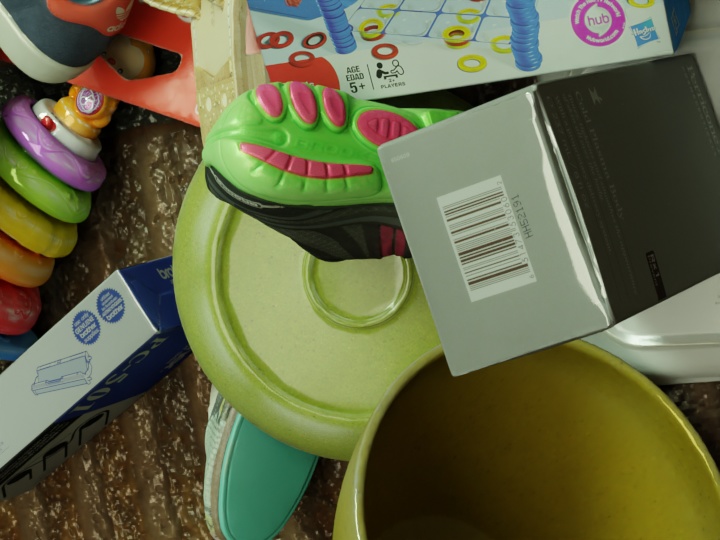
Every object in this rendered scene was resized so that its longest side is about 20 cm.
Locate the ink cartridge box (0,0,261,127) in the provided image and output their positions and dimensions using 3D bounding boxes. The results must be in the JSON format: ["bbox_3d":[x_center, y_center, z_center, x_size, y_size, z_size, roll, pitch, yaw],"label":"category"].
[{"bbox_3d":[-0.110,-0.177,1.146,0.199,0.043,0.175,19,91,25],"label":"ink cartridge box"}]

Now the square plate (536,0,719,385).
[{"bbox_3d":[0.177,-0.041,1.041,0.199,0.028,0.200,-3,96,30],"label":"square plate"}]

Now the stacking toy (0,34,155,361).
[{"bbox_3d":[-0.182,-0.053,1.210,0.200,0.110,0.116,-48,65,11],"label":"stacking toy"}]

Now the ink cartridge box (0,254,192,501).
[{"bbox_3d":[-0.161,0.065,1.208,0.200,0.094,0.044,-40,79,28],"label":"ink cartridge box"}]

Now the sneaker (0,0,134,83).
[{"bbox_3d":[-0.191,-0.196,1.116,0.200,0.075,0.084,46,124,-10],"label":"sneaker"}]

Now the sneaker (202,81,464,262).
[{"bbox_3d":[0.016,-0.039,1.042,0.084,0.199,0.077,-27,48,62],"label":"sneaker"}]

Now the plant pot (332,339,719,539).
[{"bbox_3d":[0.064,0.148,1.059,0.201,0.199,0.142,56,147,10],"label":"plant pot"}]

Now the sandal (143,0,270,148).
[{"bbox_3d":[-0.093,-0.148,1.060,0.078,0.069,0.214,-19,79,63],"label":"sandal"}]

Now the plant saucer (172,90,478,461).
[{"bbox_3d":[0.000,0.000,1.100,0.198,0.031,0.202,0,95,5],"label":"plant saucer"}]

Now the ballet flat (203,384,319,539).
[{"bbox_3d":[-0.048,0.048,1.164,0.071,0.069,0.202,27,104,52],"label":"ballet flat"}]

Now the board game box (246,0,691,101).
[{"bbox_3d":[0.034,-0.184,0.987,0.198,0.056,0.197,-7,115,19],"label":"board game box"}]

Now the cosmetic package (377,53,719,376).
[{"bbox_3d":[0.097,-0.029,0.959,0.090,0.200,0.108,-20,91,32],"label":"cosmetic package"}]
